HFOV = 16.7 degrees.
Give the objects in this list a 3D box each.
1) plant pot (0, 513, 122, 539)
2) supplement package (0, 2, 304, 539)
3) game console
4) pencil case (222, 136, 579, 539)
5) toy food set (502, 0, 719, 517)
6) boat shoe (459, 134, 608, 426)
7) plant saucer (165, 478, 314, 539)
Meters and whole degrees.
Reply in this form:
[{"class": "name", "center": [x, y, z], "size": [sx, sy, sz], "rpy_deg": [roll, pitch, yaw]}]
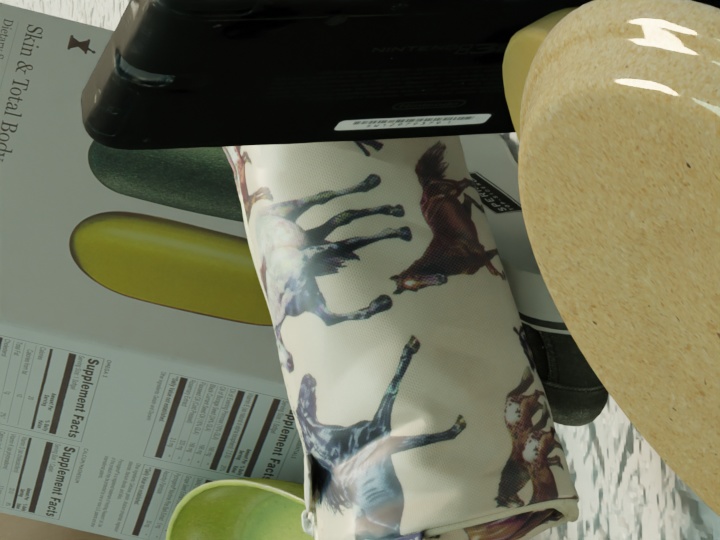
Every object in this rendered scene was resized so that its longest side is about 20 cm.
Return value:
[{"class": "plant pot", "center": [-0.092, 0.155, 1.115], "size": [0.200, 0.173, 0.200], "rpy_deg": [175, 90, -71]}, {"class": "supplement package", "center": [-0.098, 0.008, 0.998], "size": [0.151, 0.200, 0.152], "rpy_deg": [113, 168, -54]}, {"class": "game console", "center": [0.026, -0.119, 0.695], "size": [0.176, 0.200, 0.116], "rpy_deg": [133, 130, -64]}, {"class": "pencil case", "center": [0.000, 0.000, 0.791], "size": [0.078, 0.089, 0.200], "rpy_deg": [117, 136, -81]}, {"class": "toy food set", "center": [0.114, 0.013, 0.596], "size": [0.198, 0.049, 0.200], "rpy_deg": [54, 159, -7]}, {"class": "boat shoe", "center": [0.033, -0.007, 0.887], "size": [0.200, 0.071, 0.064], "rpy_deg": [-134, 45, -58]}, {"class": "plant saucer", "center": [0.003, 0.159, 0.955], "size": [0.200, 0.031, 0.200], "rpy_deg": [32, 142, 30]}]
